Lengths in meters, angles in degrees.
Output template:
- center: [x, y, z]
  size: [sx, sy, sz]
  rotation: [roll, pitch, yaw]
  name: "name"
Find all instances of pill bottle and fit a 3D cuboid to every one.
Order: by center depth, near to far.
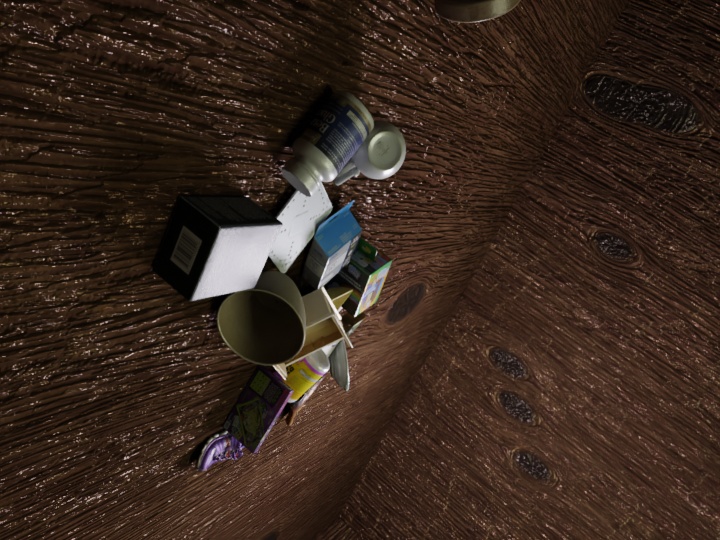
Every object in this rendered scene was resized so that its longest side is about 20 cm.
- center: [-0.070, -0.253, 1.368]
  size: [0.202, 0.110, 0.111]
  rotation: [-53, 161, -11]
  name: "pill bottle"
- center: [-0.186, 0.303, 1.931]
  size: [0.200, 0.105, 0.104]
  rotation: [-44, 164, 16]
  name: "pill bottle"

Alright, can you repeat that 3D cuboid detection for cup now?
- center: [-0.204, 0.083, 1.499]
  size: [0.145, 0.195, 0.204]
  rotation: [-76, -175, -55]
  name: "cup"

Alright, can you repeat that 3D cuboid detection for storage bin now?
- center: [-0.141, 0.163, 1.695]
  size: [0.195, 0.095, 0.200]
  rotation: [-25, 144, 1]
  name: "storage bin"

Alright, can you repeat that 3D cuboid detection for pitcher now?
- center: [0.014, -0.251, 1.507]
  size: [0.172, 0.121, 0.200]
  rotation: [-48, -163, -1]
  name: "pitcher"

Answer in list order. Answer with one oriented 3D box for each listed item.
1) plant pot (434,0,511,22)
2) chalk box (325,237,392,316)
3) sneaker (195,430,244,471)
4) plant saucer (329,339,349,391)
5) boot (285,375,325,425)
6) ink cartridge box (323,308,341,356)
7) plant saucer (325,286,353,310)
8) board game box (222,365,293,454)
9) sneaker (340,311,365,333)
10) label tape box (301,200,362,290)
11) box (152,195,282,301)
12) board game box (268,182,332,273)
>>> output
- center: [0.241, -0.653, 1.426]
  size: [0.200, 0.197, 0.177]
  rotation: [-46, 141, -25]
  name: "plant pot"
- center: [0.000, 0.000, 1.916]
  size: [0.123, 0.124, 0.204]
  rotation: [-31, 150, -50]
  name: "chalk box"
- center: [-0.368, 0.488, 1.847]
  size: [0.198, 0.083, 0.082]
  rotation: [-28, 147, -52]
  name: "sneaker"
- center: [-0.076, 0.285, 2.164]
  size: [0.049, 0.205, 0.203]
  rotation: [-7, 145, -9]
  name: "plant saucer"
- center: [-0.174, 0.401, 2.214]
  size: [0.190, 0.067, 0.202]
  rotation: [-58, 170, -33]
  name: "boot"
- center: [-0.102, 0.190, 2.048]
  size: [0.202, 0.067, 0.117]
  rotation: [-54, 160, -9]
  name: "ink cartridge box"
- center: [-0.133, 0.125, 1.847]
  size: [0.198, 0.049, 0.201]
  rotation: [-25, 156, -54]
  name: "plant saucer"
- center: [-0.278, 0.375, 1.833]
  size: [0.203, 0.119, 0.032]
  rotation: [-57, 160, 5]
  name: "board game box"
- center: [-0.066, 0.170, 1.927]
  size: [0.198, 0.067, 0.090]
  rotation: [-22, 156, -53]
  name: "sneaker"
- center: [-0.066, -0.062, 1.708]
  size: [0.143, 0.066, 0.202]
  rotation: [-41, 166, -39]
  name: "label tape box"
- center: [-0.258, -0.046, 1.241]
  size: [0.199, 0.106, 0.151]
  rotation: [-10, 131, -63]
  name: "box"
- center: [-0.148, -0.111, 1.529]
  size: [0.202, 0.026, 0.201]
  rotation: [-54, 160, -11]
  name: "board game box"
